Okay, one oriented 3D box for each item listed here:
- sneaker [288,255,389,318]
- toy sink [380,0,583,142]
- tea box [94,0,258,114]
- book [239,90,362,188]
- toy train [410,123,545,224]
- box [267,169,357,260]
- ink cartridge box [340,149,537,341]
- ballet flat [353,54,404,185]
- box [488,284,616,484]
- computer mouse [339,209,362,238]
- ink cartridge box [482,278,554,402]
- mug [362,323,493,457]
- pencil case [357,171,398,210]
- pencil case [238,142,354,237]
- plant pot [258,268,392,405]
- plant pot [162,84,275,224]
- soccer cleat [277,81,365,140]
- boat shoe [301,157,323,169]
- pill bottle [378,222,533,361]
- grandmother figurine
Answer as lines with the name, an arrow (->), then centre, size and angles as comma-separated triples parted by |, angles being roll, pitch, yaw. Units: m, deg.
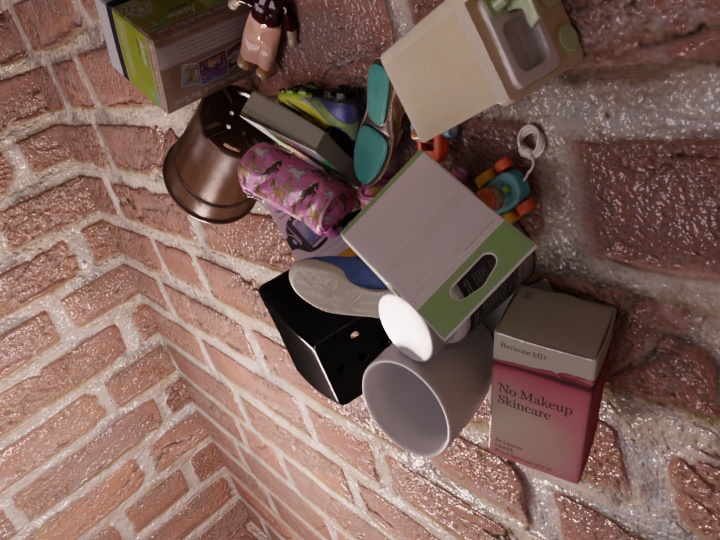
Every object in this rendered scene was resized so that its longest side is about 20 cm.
sneaker -> 0.000, 0.001, 0.920 | 0.193, 0.113, 0.078 | 11, 132, -2
toy sink -> 0.135, -0.225, 0.649 | 0.114, 0.129, 0.198 | 60, 150, -8
tea box -> -0.305, -0.399, 1.097 | 0.195, 0.198, 0.136 | 38, 147, 27
book -> -0.090, -0.210, 1.054 | 0.198, 0.049, 0.133 | 33, 180, 38
toy train -> 0.128, -0.128, 0.803 | 0.197, 0.055, 0.155 | 22, 122, 45
box -> -0.071, -0.075, 1.068 | 0.202, 0.117, 0.042 | 58, 179, 32
ink cartridge box -> 0.086, -0.028, 0.743 | 0.200, 0.145, 0.048 | 46, 179, 32
ballet flat -> 0.037, -0.204, 0.889 | 0.070, 0.065, 0.203 | 44, 146, 22
box -> 0.238, 0.143, 0.821 | 0.125, 0.109, 0.205 | 13, 126, 27
computer mouse -> 0.044, -0.084, 0.861 | 0.033, 0.199, 0.060 | 18, 129, 35
ink cartridge box -> 0.232, 0.104, 0.927 | 0.198, 0.047, 0.163 | -29, 93, 47
mug -> 0.095, 0.150, 0.920 | 0.198, 0.174, 0.150 | -29, 94, 49
pencil case -> 0.059, -0.044, 0.992 | 0.084, 0.083, 0.205 | 4, 124, 32
pencil case -> -0.102, -0.128, 1.026 | 0.197, 0.082, 0.089 | 29, 123, 26
plant pot -> -0.030, 0.097, 1.086 | 0.178, 0.196, 0.204 | 47, 162, 56
plant pot -> -0.256, -0.225, 1.218 | 0.203, 0.198, 0.198 | 53, 144, 5
soccer cleat -> -0.066, -0.244, 1.009 | 0.197, 0.064, 0.086 | 22, 127, 45
boat shoe -> -0.069, -0.101, 1.155 | 0.073, 0.067, 0.203 | -14, 106, 60
pill bottle -> 0.123, 0.018, 0.833 | 0.113, 0.198, 0.116 | 36, 146, 30
grandmother figurine -> -0.147, -0.393, 1.000 | 0.118, 0.062, 0.201 | 17, 147, -14
